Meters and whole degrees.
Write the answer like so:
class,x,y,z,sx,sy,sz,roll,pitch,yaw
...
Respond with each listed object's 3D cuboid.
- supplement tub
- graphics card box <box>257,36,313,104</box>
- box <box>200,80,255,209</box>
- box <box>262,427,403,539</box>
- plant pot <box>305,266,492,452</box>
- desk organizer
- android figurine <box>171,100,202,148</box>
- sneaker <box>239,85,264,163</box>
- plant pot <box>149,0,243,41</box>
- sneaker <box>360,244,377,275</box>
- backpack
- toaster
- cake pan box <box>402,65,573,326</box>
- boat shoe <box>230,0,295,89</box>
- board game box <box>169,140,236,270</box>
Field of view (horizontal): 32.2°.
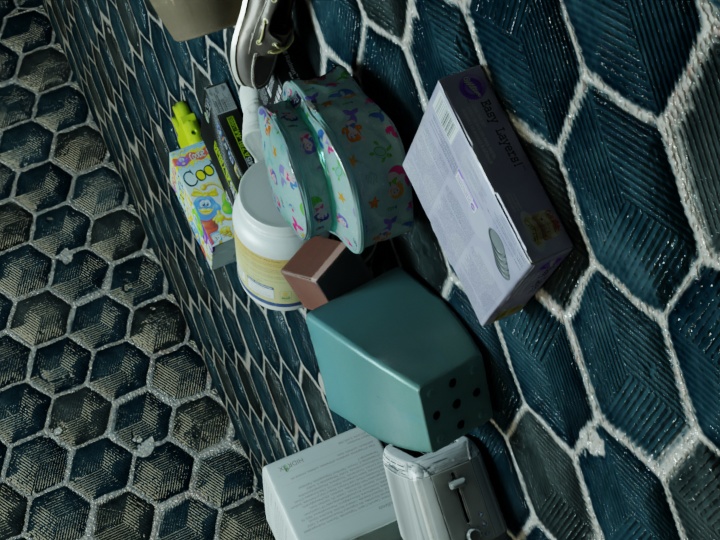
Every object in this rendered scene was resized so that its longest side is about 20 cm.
class,x,y,z,sx,sy,sz,roll,pitch,yaw
supplement tub,-0.107,-0.052,1.748,0.145,0.143,0.201,60,163,28
graphics card box,-0.098,-0.240,1.647,0.126,0.050,0.202,116,132,-68
box,-0.215,-0.191,2.120,0.202,0.047,0.193,66,162,12
box,-0.036,0.389,1.990,0.200,0.198,0.172,93,153,-55
plant pot,0.057,0.115,1.447,0.199,0.140,0.143,31,141,52
desk organizer,-0.012,0.052,1.558,0.076,0.072,0.201,15,146,47
android figurine,-0.324,-0.227,2.456,0.182,0.041,0.202,130,119,-72
sneaker,-0.126,-0.196,1.796,0.201,0.073,0.117,73,-171,-62
plant pot,-0.205,-0.384,1.545,0.200,0.198,0.177,25,134,68
sneaker,0.000,0.000,1.645,0.083,0.072,0.200,45,166,-5
backpack,-0.024,-0.117,1.401,0.200,0.149,0.179,43,150,47
toaster,0.098,0.276,1.555,0.200,0.112,0.131,-175,68,-75
cake pan box,0.111,-0.067,1.171,0.202,0.052,0.185,64,162,16
boat shoe,-0.112,-0.302,1.524,0.059,0.072,0.202,29,131,18
board game box,-0.263,-0.124,2.259,0.202,0.104,0.103,62,163,19
